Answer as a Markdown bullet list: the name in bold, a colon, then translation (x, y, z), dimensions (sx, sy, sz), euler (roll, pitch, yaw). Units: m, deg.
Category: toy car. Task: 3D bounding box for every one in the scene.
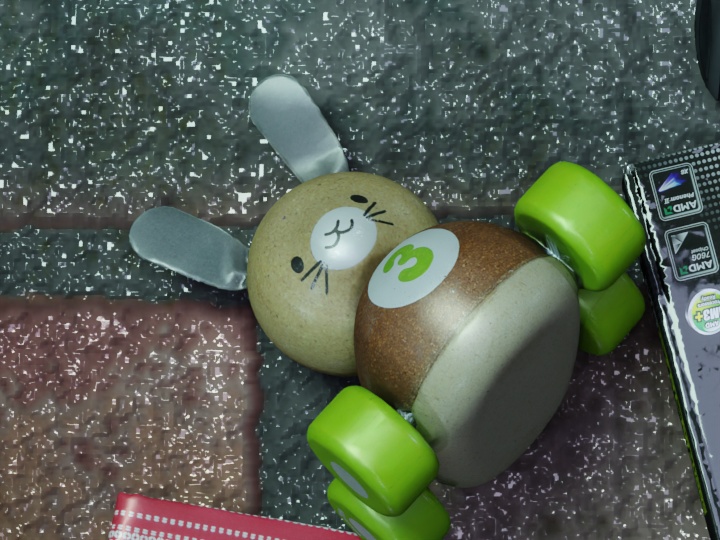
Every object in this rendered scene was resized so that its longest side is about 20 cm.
- **toy car**: translation (0.000, 0.000, 1.209), dimensions (0.200, 0.158, 0.164), euler (39, 76, 19)

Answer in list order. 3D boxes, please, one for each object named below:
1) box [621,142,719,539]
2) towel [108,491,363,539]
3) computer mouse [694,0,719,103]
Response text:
- **box**: translation (0.234, 0.025, 1.219), dimensions (0.199, 0.048, 0.194), euler (-13, 75, 1)
- **towel**: translation (-0.057, 0.210, 1.213), dimensions (0.144, 0.022, 0.201), euler (12, 77, -17)
- **computer mouse**: translation (0.167, -0.175, 1.253), dimensions (0.140, 0.046, 0.201), euler (10, 86, 4)
